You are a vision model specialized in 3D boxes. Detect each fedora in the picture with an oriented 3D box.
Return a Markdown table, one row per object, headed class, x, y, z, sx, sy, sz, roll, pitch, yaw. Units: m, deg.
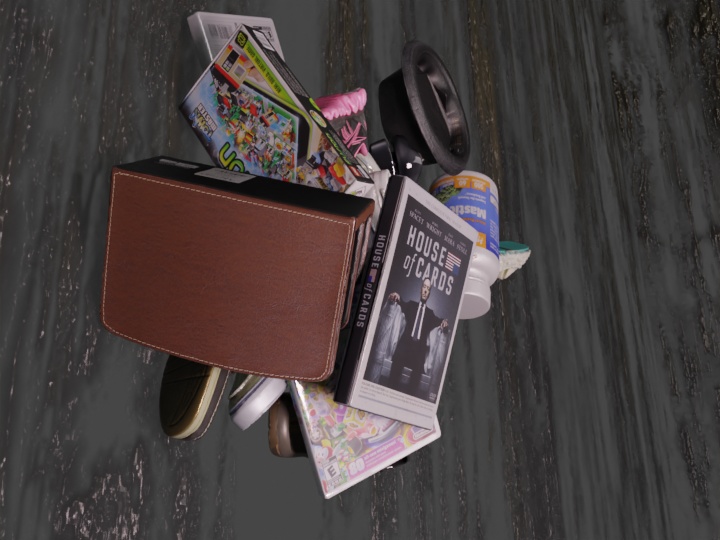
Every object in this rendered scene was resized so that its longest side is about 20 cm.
| class | x | y | z | sx | sy | sz | roll | pitch | yaw |
| --- | --- | --- | --- | --- | --- | --- | --- | --- | --- |
| fedora | 0.084 | -0.227 | 1.201 | 0.200 | 0.090 | 0.204 | 35 | 47 | -47 |

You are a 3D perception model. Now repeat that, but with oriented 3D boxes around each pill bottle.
| class | x | y | z | sx | sy | sz | roll | pitch | yaw |
| --- | --- | --- | --- | --- | --- | --- | --- | --- | --- |
| pill bottle | 0.152 | -0.037 | 1.218 | 0.112 | 0.110 | 0.204 | 40 | 45 | -46 |

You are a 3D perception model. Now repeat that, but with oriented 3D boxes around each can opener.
| class | x | y | z | sx | sy | sz | roll | pitch | yaw |
| --- | --- | --- | --- | --- | --- | --- | --- | --- | --- |
| can opener | 0.066 | -0.091 | 1.152 | 0.064 | 0.077 | 0.204 | -85 | 160 | -73 |

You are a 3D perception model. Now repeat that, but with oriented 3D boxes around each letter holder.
| class | x | y | z | sx | sy | sz | roll | pitch | yaw |
| --- | --- | --- | --- | --- | --- | --- | --- | --- | --- |
| letter holder | -0.100 | -0.002 | 0.677 | 0.101 | 0.196 | 0.145 | -53 | 154 | -74 |

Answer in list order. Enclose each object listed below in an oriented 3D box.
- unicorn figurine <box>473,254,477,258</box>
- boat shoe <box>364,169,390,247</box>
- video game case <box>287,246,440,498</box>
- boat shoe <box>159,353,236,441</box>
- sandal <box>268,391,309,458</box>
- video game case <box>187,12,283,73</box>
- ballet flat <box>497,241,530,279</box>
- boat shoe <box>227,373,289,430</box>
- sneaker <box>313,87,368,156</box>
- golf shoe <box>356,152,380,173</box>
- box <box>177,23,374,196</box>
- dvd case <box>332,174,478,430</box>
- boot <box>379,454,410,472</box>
| class | x | y | z | sx | sy | sz | roll | pitch | yaw |
| --- | --- | --- | --- | --- | --- | --- | --- | --- | --- |
| unicorn figurine | 0.000 | 0.000 | 0.861 | 0.197 | 0.137 | 0.075 | 26 | 58 | -12 |
| boat shoe | 0.060 | -0.029 | 0.955 | 0.204 | 0.085 | 0.075 | 62 | 17 | -18 |
| video game case | -0.004 | 0.091 | 0.773 | 0.141 | 0.018 | 0.204 | -21 | 101 | -29 |
| boat shoe | -0.124 | 0.063 | 0.731 | 0.066 | 0.071 | 0.204 | 41 | 40 | -38 |
| sandal | -0.036 | 0.152 | 0.846 | 0.200 | 0.053 | 0.084 | 27 | 59 | -69 |
| video game case | -0.112 | -0.177 | 0.895 | 0.143 | 0.018 | 0.204 | -25 | 100 | -61 |
| ballet flat | 0.238 | -0.016 | 1.427 | 0.199 | 0.071 | 0.073 | -6 | 82 | -59 |
| boat shoe | -0.091 | 0.073 | 0.806 | 0.062 | 0.072 | 0.201 | 42 | 33 | -10 |
| sneaker | -0.039 | -0.140 | 0.911 | 0.200 | 0.078 | 0.097 | -42 | 125 | -56 |
| golf shoe | 0.031 | -0.073 | 1.064 | 0.203 | 0.077 | 0.098 | 64 | 25 | -22 |
| box | -0.083 | -0.118 | 0.762 | 0.201 | 0.110 | 0.035 | 54 | 24 | 19 |
| dvd case | 0.047 | 0.035 | 0.750 | 0.150 | 0.024 | 0.204 | 27 | 75 | -53 |
| boot | 0.017 | 0.122 | 0.842 | 0.201 | 0.068 | 0.134 | 63 | 11 | -56 |
